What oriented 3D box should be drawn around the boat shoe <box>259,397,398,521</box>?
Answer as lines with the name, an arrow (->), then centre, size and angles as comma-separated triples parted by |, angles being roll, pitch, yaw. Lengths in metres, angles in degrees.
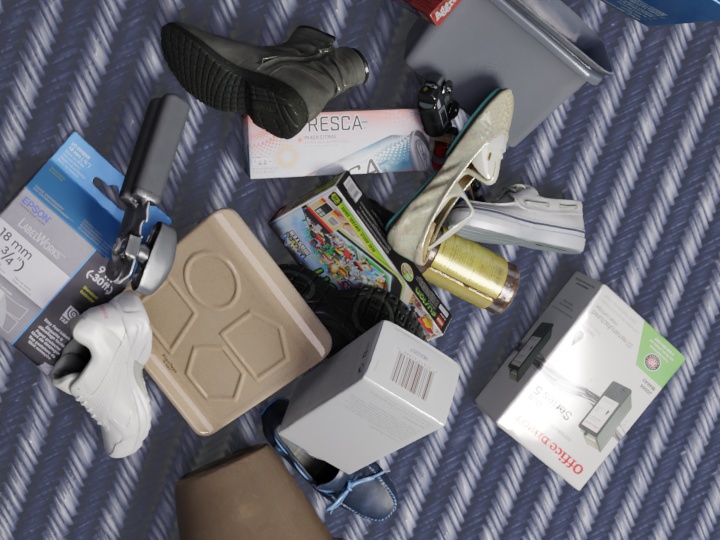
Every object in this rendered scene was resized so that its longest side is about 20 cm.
boat shoe -> -0.037, 0.229, 1.142 | 0.199, 0.069, 0.085 | 35, 93, -16

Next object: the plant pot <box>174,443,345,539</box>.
plant pot -> -0.118, 0.289, 1.090 | 0.197, 0.200, 0.177 | -21, 88, -7

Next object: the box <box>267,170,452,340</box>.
box -> 0.000, 0.000, 1.091 | 0.109, 0.035, 0.201 | -25, 110, 38

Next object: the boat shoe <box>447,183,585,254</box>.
boat shoe -> 0.173, -0.063, 1.120 | 0.198, 0.073, 0.068 | 9, 82, -41

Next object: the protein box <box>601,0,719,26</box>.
protein box -> 0.290, -0.356, 1.028 | 0.196, 0.200, 0.137 | 23, 96, -15

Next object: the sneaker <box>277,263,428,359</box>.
sneaker -> -0.019, 0.062, 1.084 | 0.197, 0.092, 0.076 | 23, 53, 16

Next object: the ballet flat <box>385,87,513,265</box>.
ballet flat -> 0.106, -0.091, 1.032 | 0.062, 0.067, 0.201 | 41, 101, 17

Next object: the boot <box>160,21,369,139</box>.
boot -> -0.098, -0.215, 1.040 | 0.198, 0.068, 0.131 | 31, 51, 19

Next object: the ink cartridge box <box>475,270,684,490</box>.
ink cartridge box -> 0.253, 0.128, 1.176 | 0.145, 0.084, 0.201 | 38, 91, -16

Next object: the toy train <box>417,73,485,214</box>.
toy train -> 0.097, -0.119, 1.078 | 0.046, 0.034, 0.202 | -52, 140, -27

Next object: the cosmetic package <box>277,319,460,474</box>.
cosmetic package -> 0.005, 0.134, 1.032 | 0.101, 0.200, 0.075 | 32, 55, -15

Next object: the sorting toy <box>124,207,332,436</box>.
sorting toy -> -0.150, 0.057, 1.062 | 0.199, 0.037, 0.186 | -35, 97, 25

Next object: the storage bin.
storage bin -> 0.144, -0.240, 1.066 | 0.199, 0.146, 0.134 | 35, 120, -16

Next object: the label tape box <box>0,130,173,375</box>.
label tape box -> -0.310, -0.019, 1.039 | 0.144, 0.063, 0.200 | 42, 91, -17

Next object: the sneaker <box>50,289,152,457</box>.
sneaker -> -0.271, 0.114, 1.040 | 0.098, 0.078, 0.203 | -12, 125, -29

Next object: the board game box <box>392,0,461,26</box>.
board game box -> 0.053, -0.314, 0.994 | 0.103, 0.200, 0.019 | -46, 134, 0

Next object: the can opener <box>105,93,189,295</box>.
can opener -> -0.208, -0.076, 1.028 | 0.066, 0.053, 0.203 | 26, 72, -36

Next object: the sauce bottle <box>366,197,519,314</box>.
sauce bottle -> 0.083, -0.020, 1.121 | 0.198, 0.065, 0.065 | 28, 94, -16

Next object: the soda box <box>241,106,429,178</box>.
soda box -> -0.027, -0.138, 1.076 | 0.196, 0.064, 0.070 | -4, 102, -11
